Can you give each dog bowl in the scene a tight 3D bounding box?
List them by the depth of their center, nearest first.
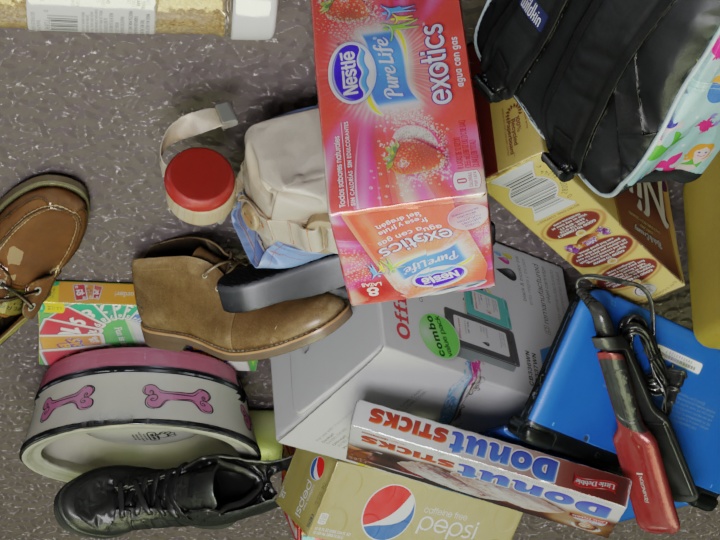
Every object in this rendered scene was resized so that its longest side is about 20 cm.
[{"bbox_3d":[-0.182,0.123,1.430,0.198,0.074,0.200,-1,158,-1],"label":"dog bowl"}]

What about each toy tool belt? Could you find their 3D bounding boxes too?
[{"bbox_3d":[-0.041,-0.051,1.176,0.199,0.125,0.123,-16,155,-17],"label":"toy tool belt"}]

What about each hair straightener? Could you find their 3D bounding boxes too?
[{"bbox_3d":[0.195,0.084,1.201,0.041,0.077,0.201,-6,117,41],"label":"hair straightener"}]

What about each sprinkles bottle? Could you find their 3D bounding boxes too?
[{"bbox_3d":[-0.149,-0.177,1.037,0.198,0.069,0.068,1,145,-7],"label":"sprinkles bottle"}]

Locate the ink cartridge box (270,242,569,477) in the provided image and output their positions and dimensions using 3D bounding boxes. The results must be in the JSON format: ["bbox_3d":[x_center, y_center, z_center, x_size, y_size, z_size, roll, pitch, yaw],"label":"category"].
[{"bbox_3d":[0.048,0.063,1.331,0.199,0.148,0.146,19,137,-31],"label":"ink cartridge box"}]

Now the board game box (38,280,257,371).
[{"bbox_3d":[-0.161,0.046,1.395,0.198,0.030,0.096,0,146,-10],"label":"board game box"}]

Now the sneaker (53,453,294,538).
[{"bbox_3d":[-0.142,0.179,1.400,0.198,0.060,0.104,3,160,-25],"label":"sneaker"}]

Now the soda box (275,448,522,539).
[{"bbox_3d":[0.036,0.189,1.401,0.199,0.064,0.068,17,100,-33],"label":"soda box"}]

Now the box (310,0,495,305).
[{"bbox_3d":[0.025,-0.091,1.062,0.094,0.201,0.103,-8,146,4],"label":"box"}]

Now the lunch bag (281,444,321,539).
[{"bbox_3d":[0.031,0.161,1.486,0.198,0.082,0.177,-5,119,-13],"label":"lunch bag"}]

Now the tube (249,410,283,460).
[{"bbox_3d":[-0.006,0.150,1.543,0.198,0.052,0.058,1,-176,-15],"label":"tube"}]

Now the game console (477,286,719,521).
[{"bbox_3d":[0.175,0.107,1.279,0.199,0.172,0.118,23,-178,-33],"label":"game console"}]

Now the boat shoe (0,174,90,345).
[{"bbox_3d":[-0.258,0.007,1.289,0.072,0.068,0.200,17,139,-26],"label":"boat shoe"}]

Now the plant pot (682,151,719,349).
[{"bbox_3d":[0.332,-0.030,1.207,0.199,0.201,0.176,10,155,-20],"label":"plant pot"}]

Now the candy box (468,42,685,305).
[{"bbox_3d":[0.148,-0.069,1.182,0.056,0.117,0.200,-25,140,29],"label":"candy box"}]

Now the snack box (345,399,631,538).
[{"bbox_3d":[0.088,0.141,1.215,0.199,0.024,0.072,16,154,4],"label":"snack box"}]

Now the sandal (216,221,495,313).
[{"bbox_3d":[0.000,0.000,1.208,0.199,0.076,0.043,-15,104,2],"label":"sandal"}]

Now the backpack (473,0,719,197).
[{"bbox_3d":[0.174,-0.164,0.998,0.150,0.178,0.201,-16,144,-31],"label":"backpack"}]

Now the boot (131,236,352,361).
[{"bbox_3d":[-0.096,0.018,1.269,0.199,0.074,0.076,2,116,37],"label":"boot"}]
